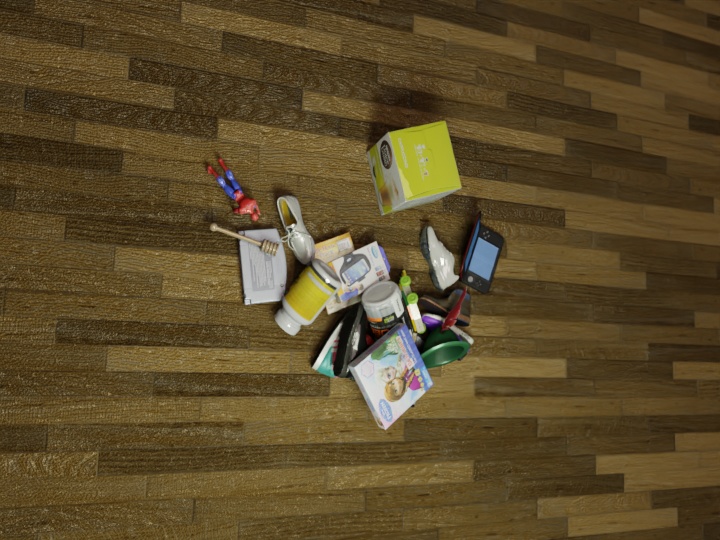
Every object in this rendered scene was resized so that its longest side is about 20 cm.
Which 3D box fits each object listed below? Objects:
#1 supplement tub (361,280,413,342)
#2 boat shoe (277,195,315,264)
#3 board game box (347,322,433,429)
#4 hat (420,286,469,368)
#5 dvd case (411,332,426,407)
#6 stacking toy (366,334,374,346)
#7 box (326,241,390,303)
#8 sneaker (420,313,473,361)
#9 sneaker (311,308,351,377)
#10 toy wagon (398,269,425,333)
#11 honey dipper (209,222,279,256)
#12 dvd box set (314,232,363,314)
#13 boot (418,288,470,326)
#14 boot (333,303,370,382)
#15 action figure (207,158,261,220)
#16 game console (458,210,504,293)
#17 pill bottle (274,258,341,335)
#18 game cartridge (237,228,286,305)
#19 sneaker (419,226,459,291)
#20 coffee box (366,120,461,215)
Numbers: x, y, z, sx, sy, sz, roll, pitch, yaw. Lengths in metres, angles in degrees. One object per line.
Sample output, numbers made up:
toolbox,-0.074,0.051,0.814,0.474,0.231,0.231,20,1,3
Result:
supplement tub,0.084,0.145,1.632,0.121,0.122,0.205,-32,120,-20
boat shoe,-0.190,-0.114,1.592,0.073,0.086,0.209,-17,88,24
board game box,0.087,0.286,1.540,0.197,0.041,0.205,-36,108,-26
hat,0.228,0.173,1.679,0.193,0.167,0.181,-1,59,-27
dvd case,0.157,0.298,1.669,0.015,0.148,0.207,8,78,21
stacking toy,0.052,0.281,1.664,0.084,0.085,0.204,-31,88,-19
box,0.000,0.000,1.654,0.195,0.041,0.123,-25,94,-19
sneaker,0.256,0.212,1.741,0.197,0.069,0.102,32,77,-13
sneaker,-0.043,0.224,1.623,0.119,0.084,0.203,34,82,-8
toy wagon,0.147,0.086,1.678,0.038,0.157,0.204,-19,47,1
honey dipper,-0.319,-0.090,1.546,0.194,0.038,0.039,21,78,-15
dvd box set,-0.067,0.008,1.664,0.142,0.029,0.207,-20,92,-21
boot,0.267,0.094,1.764,0.196,0.074,0.100,28,65,-24
boot,0.016,0.215,1.570,0.154,0.079,0.219,19,81,-26
action figure,-0.345,-0.206,1.576,0.065,0.100,0.201,-36,75,-15
game console,0.390,-0.054,1.790,0.168,0.118,0.206,25,77,-15
pill bottle,-0.149,0.076,1.561,0.111,0.112,0.201,39,99,-11
game cartridge,-0.274,-0.012,1.591,0.128,0.040,0.208,-5,86,-16
sneaker,0.245,-0.043,1.761,0.085,0.074,0.206,-22,101,-14
coffee box,0.156,-0.303,1.688,0.194,0.197,0.207,-15,89,-20
